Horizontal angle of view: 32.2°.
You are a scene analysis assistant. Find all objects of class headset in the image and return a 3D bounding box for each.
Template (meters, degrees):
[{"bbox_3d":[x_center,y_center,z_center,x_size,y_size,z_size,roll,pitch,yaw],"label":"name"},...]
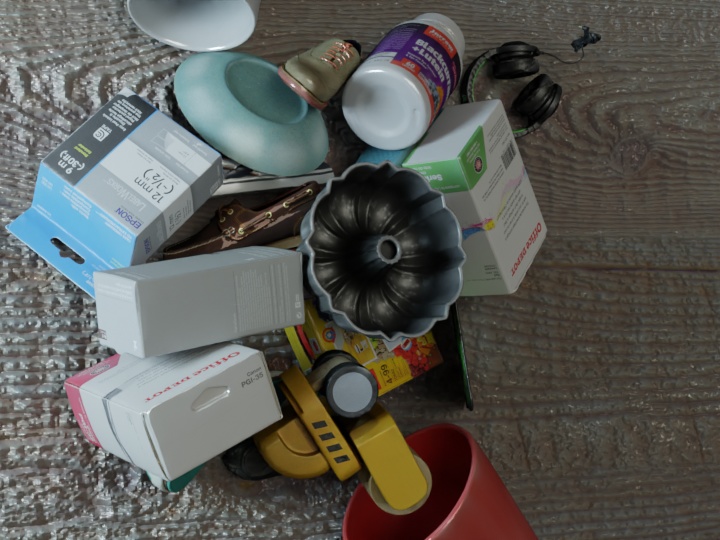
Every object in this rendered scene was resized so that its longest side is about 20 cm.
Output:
[{"bbox_3d":[0.230,-0.259,1.673,0.200,0.094,0.124,-35,99,-17],"label":"headset"}]

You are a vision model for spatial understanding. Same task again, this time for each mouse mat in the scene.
[{"bbox_3d":[0.119,0.088,1.506,0.008,0.200,0.161,-9,84,1],"label":"mouse mat"}]

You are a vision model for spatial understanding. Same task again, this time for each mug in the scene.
[{"bbox_3d":[-0.207,-0.368,1.438,0.199,0.148,0.176,4,65,2],"label":"mug"}]

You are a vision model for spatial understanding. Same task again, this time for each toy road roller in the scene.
[{"bbox_3d":[-0.028,0.192,1.370,0.146,0.123,0.200,-32,100,-6],"label":"toy road roller"}]

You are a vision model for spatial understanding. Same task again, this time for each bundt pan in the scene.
[{"bbox_3d":[0.014,-0.017,1.387,0.201,0.076,0.202,6,78,-28],"label":"bundt pan"}]

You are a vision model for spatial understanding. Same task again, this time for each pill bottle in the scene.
[{"bbox_3d":[0.062,-0.242,1.543,0.111,0.111,0.200,48,39,-13],"label":"pill bottle"}]

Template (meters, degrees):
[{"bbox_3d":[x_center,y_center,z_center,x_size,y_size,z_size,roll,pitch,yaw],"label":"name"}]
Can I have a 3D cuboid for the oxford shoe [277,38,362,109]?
[{"bbox_3d":[-0.043,-0.243,1.468,0.070,0.200,0.075,42,108,-6],"label":"oxford shoe"}]

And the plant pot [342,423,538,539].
[{"bbox_3d":[0.108,0.310,1.461,0.177,0.200,0.201,46,63,-24],"label":"plant pot"}]

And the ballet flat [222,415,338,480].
[{"bbox_3d":[-0.067,0.203,1.459,0.200,0.057,0.067,-3,97,-36],"label":"ballet flat"}]

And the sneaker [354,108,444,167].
[{"bbox_3d":[0.063,-0.116,1.576,0.200,0.079,0.131,-48,130,-44],"label":"sneaker"}]

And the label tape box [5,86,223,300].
[{"bbox_3d":[-0.267,-0.085,1.352,0.143,0.066,0.200,36,64,14],"label":"label tape box"}]

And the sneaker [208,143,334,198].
[{"bbox_3d":[-0.124,-0.128,1.465,0.200,0.078,0.080,-6,90,-28],"label":"sneaker"}]

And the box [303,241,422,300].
[{"bbox_3d":[0.000,0.000,1.443,0.200,0.039,0.042,-11,84,-30],"label":"box"}]

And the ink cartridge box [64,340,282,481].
[{"bbox_3d":[-0.198,0.134,1.301,0.146,0.200,0.083,-27,110,-29],"label":"ink cartridge box"}]

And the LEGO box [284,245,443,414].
[{"bbox_3d":[-0.012,0.050,1.495,0.149,0.077,0.200,-25,94,-30],"label":"LEGO box"}]

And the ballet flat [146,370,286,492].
[{"bbox_3d":[-0.166,0.166,1.400,0.200,0.069,0.070,-40,101,-28],"label":"ballet flat"}]

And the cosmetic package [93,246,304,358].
[{"bbox_3d":[-0.168,0.030,1.311,0.200,0.107,0.090,-8,100,-37],"label":"cosmetic package"}]

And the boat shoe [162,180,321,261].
[{"bbox_3d":[-0.134,-0.050,1.428,0.200,0.070,0.071,-19,111,-15],"label":"boat shoe"}]

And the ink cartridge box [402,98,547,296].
[{"bbox_3d":[0.146,-0.088,1.547,0.145,0.084,0.200,-54,129,-44],"label":"ink cartridge box"}]

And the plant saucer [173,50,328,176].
[{"bbox_3d":[-0.117,-0.196,1.449,0.201,0.039,0.201,21,41,-20],"label":"plant saucer"}]
